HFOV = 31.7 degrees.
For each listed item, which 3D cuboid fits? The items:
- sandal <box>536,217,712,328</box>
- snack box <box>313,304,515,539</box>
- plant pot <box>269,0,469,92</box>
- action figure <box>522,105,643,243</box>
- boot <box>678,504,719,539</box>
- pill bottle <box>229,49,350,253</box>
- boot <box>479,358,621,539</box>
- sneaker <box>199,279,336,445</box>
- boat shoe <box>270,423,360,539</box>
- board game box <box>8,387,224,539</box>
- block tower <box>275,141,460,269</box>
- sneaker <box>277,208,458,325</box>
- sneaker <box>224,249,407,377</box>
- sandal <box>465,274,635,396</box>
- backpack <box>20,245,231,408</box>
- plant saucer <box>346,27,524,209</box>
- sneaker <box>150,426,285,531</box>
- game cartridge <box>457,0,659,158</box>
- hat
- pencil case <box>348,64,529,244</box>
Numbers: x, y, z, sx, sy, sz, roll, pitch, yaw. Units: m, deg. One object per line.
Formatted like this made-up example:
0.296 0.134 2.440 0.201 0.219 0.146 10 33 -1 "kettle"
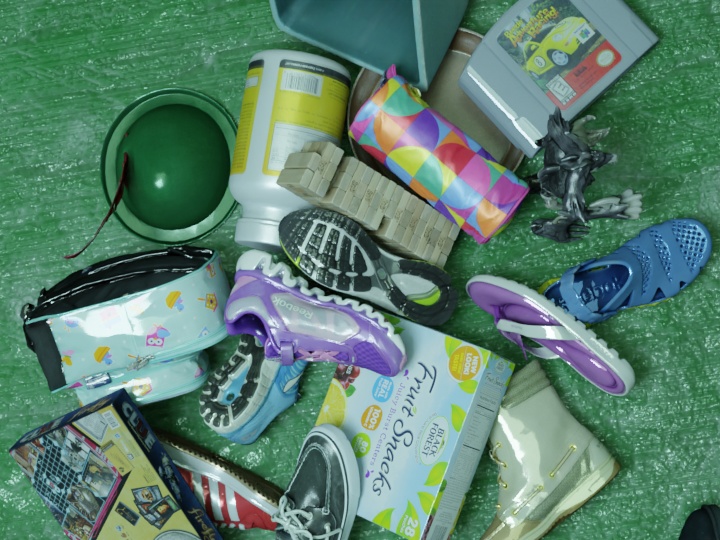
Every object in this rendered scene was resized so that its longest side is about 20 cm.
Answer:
0.275 0.007 1.307 0.199 0.087 0.080 -29 80 0 "sandal"
0.043 0.156 1.289 0.168 0.068 0.202 19 87 35 "snack box"
0.030 -0.347 1.309 0.195 0.197 0.201 27 69 19 "plant pot"
0.220 -0.095 1.265 0.101 0.200 0.120 -15 79 -7 "action figure"
0.283 0.335 1.274 0.166 0.076 0.202 2 90 1 "boot"
-0.078 -0.123 1.339 0.111 0.112 0.202 9 85 6 "pill bottle"
0.146 0.204 1.304 0.199 0.072 0.155 -37 83 -5 "boot"
-0.091 0.097 1.341 0.078 0.090 0.201 25 68 33 "sneaker"
-0.055 0.251 1.251 0.073 0.068 0.201 24 111 33 "boat shoe"
-0.238 0.228 1.258 0.135 0.035 0.201 -24 106 21 "board game box"
0.014 -0.065 1.298 0.199 0.058 0.054 30 79 -30 "block tower"
0.000 0.000 1.306 0.199 0.081 0.074 29 80 -15 "sneaker"
-0.052 0.063 1.251 0.199 0.081 0.089 26 58 10 "sneaker"
0.187 0.070 1.295 0.202 0.083 0.050 32 64 18 "sandal"
-0.222 0.057 1.304 0.198 0.176 0.154 -24 99 3 "backpack"
0.085 -0.162 1.368 0.198 0.034 0.203 -1 82 5 "plant saucer"
-0.158 0.257 1.327 0.199 0.071 0.113 27 89 6 "sneaker"
0.205 -0.229 1.342 0.200 0.041 0.133 -42 81 -14 "game cartridge"
-0.214 -0.111 1.316 0.164 0.176 0.202 -8 83 4 "hat"
0.080 -0.117 1.296 0.200 0.088 0.088 42 89 2 "pencil case"
